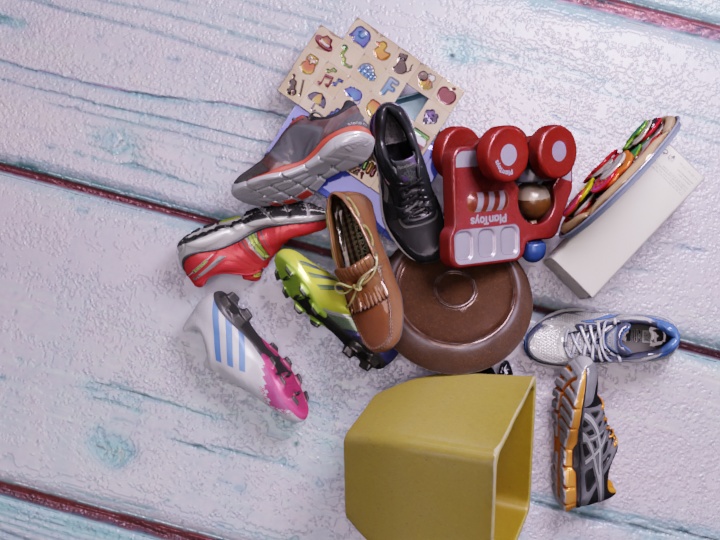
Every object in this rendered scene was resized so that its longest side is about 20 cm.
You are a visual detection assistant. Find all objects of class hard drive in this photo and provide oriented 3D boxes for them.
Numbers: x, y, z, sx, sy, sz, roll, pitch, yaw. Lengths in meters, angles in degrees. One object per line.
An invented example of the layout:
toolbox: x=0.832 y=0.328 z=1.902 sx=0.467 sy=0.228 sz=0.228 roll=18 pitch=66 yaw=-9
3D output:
hard drive: x=-0.005 y=-0.146 z=1.475 sx=0.199 sy=0.025 sz=0.133 roll=33 pitch=90 yaw=1

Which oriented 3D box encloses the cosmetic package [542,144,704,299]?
cosmetic package: x=0.323 y=-0.061 z=1.442 sx=0.073 sy=0.104 sz=0.200 roll=44 pitch=89 yaw=3

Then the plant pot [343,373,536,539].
plant pot: x=0.088 y=0.237 z=1.380 sx=0.198 sy=0.196 sz=0.197 roll=7 pitch=114 yaw=19

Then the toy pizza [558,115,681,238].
toy pizza: x=0.303 y=-0.118 z=1.394 sx=0.032 sy=0.200 sz=0.200 roll=44 pitch=90 yaw=-1

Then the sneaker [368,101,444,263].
sneaker: x=0.052 y=-0.104 z=1.409 sx=0.075 sy=0.088 sz=0.202 roll=-19 pitch=89 yaw=0

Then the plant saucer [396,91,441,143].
plant saucer: x=0.004 y=-0.174 z=1.496 sx=0.198 sy=0.019 sz=0.071 roll=-15 pitch=89 yaw=2

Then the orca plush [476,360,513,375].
orca plush: x=0.143 y=0.116 z=1.457 sx=0.104 sy=0.071 sz=0.203 roll=4 pitch=88 yaw=1

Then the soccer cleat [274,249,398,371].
soccer cleat: x=-0.026 y=0.038 z=1.466 sx=0.200 sy=0.065 sz=0.084 roll=44 pitch=67 yaw=-6

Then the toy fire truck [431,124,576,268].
toy fire truck: x=0.178 y=-0.092 z=1.421 sx=0.198 sy=0.112 sz=0.170 roll=-6 pitch=99 yaw=-34

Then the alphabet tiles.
alphabet tiles: x=0.004 y=-0.211 z=1.459 sx=0.199 sy=0.008 sz=0.168 roll=34 pitch=90 yaw=1

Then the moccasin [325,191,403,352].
moccasin: x=0.001 y=0.000 z=1.402 sx=0.073 sy=0.077 sz=0.204 roll=-16 pitch=78 yaw=30

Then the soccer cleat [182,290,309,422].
soccer cleat: x=-0.146 y=0.121 z=1.475 sx=0.086 sy=0.070 sz=0.201 roll=-38 pitch=85 yaw=16

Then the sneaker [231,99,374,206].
sneaker: x=-0.074 y=-0.146 z=1.436 sx=0.198 sy=0.077 sz=0.083 roll=-23 pitch=62 yaw=19

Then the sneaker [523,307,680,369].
sneaker: x=0.303 y=0.082 z=1.447 sx=0.197 sy=0.085 sz=0.078 roll=-6 pitch=88 yaw=2

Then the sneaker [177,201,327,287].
sneaker: x=-0.132 y=-0.031 z=1.481 sx=0.198 sy=0.077 sz=0.086 roll=-16 pitch=108 yaw=2

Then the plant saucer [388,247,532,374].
plant saucer: x=0.116 y=0.029 z=1.438 sx=0.197 sy=0.035 sz=0.203 roll=-1 pitch=64 yaw=1

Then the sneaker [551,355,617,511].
sneaker: x=0.281 y=0.200 z=1.443 sx=0.076 sy=0.078 sz=0.203 roll=-2 pitch=110 yaw=-6
